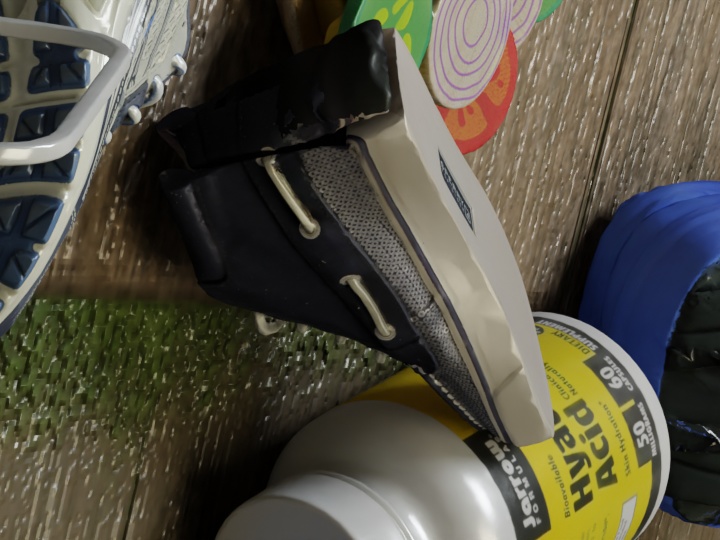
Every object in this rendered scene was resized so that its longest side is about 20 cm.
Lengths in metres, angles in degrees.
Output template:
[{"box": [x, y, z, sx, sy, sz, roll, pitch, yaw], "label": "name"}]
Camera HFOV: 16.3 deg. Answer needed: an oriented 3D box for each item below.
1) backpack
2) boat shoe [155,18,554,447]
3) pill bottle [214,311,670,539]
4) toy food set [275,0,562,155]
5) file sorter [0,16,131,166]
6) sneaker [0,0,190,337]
[{"box": [0.195, 0.037, 1.189, 0.199, 0.168, 0.164, -4, 108, -25], "label": "backpack"}, {"box": [0.000, 0.000, 0.887, 0.075, 0.092, 0.200, -94, 162, -46], "label": "boat shoe"}, {"box": [0.031, 0.094, 0.983, 0.200, 0.111, 0.112, -26, 127, -53], "label": "pill bottle"}, {"box": [0.034, -0.140, 0.925, 0.200, 0.048, 0.199, -7, 111, -59], "label": "toy food set"}, {"box": [-0.106, -0.134, 0.557, 0.139, 0.124, 0.201, -77, 175, -73], "label": "file sorter"}, {"box": [-0.085, -0.062, 0.738, 0.085, 0.077, 0.201, 29, 81, -65], "label": "sneaker"}]
